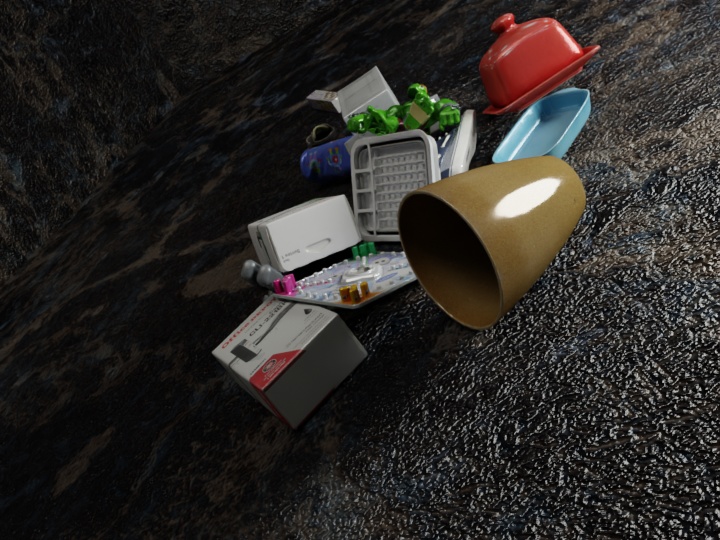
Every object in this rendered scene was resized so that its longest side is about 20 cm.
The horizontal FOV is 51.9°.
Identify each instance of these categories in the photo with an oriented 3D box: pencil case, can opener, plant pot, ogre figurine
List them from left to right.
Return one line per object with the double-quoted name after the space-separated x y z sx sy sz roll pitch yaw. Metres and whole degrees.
-0.142 0.030 1.179 0.052 0.200 0.067 14 78 10 "can opener"
-0.038 -0.228 1.532 0.078 0.088 0.199 -18 9 -43 "pencil case"
0.086 -0.263 1.266 0.199 0.099 0.120 -22 6 32 "ogre figurine"
0.179 -0.057 0.920 0.199 0.188 0.186 -31 23 -23 "plant pot"

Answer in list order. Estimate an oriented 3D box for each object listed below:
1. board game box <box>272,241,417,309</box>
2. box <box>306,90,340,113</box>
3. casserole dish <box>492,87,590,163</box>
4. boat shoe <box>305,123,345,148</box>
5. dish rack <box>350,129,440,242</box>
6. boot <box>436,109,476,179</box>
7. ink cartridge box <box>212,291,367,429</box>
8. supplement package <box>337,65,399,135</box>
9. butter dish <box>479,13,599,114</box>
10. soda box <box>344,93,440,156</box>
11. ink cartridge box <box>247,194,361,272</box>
0.000 0.000 1.083 0.199 0.026 0.199 -25 19 -37 "board game box"
-0.091 -0.460 2.010 0.039 0.042 0.200 -40 28 -9 "box"
0.289 -0.213 1.160 0.120 0.039 0.200 -1 43 50 "casserole dish"
-0.084 -0.312 1.734 0.072 0.066 0.201 -41 27 -9 "boat shoe"
0.062 -0.134 1.204 0.043 0.174 0.199 -7 6 -37 "dish rack"
0.144 -0.210 1.266 0.089 0.073 0.201 3 41 18 "boot"
-0.106 0.118 1.053 0.144 0.084 0.199 -44 26 -17 "ink cartridge box"
0.028 -0.346 1.604 0.113 0.110 0.201 -31 27 11 "supplement package"
0.277 -0.370 1.272 0.199 0.149 0.200 -33 9 7 "butter dish"
0.072 -0.258 1.388 0.199 0.064 0.068 -30 3 -26 "soda box"
-0.099 -0.064 1.252 0.145 0.085 0.200 -23 9 -15 "ink cartridge box"
